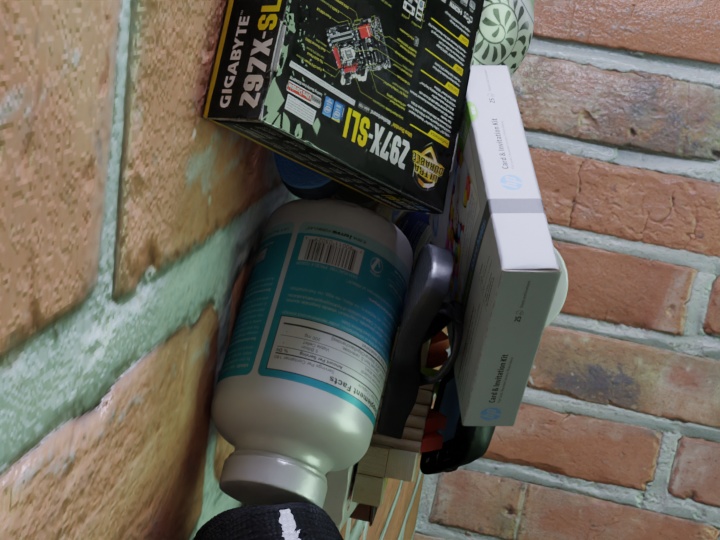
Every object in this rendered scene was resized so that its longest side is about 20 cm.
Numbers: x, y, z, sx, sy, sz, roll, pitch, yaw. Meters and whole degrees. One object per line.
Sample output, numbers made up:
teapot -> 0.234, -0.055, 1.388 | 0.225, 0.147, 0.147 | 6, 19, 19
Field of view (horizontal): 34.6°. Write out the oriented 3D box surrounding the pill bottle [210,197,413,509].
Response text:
pill bottle -> -0.036, 0.060, 0.786 | 0.111, 0.110, 0.201 | 84, 20, -63

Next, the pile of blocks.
pile of blocks -> 0.045, 0.123, 0.981 | 0.082, 0.062, 0.201 | 89, 14, -47

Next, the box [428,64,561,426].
box -> 0.087, -0.020, 0.798 | 0.156, 0.041, 0.201 | 98, -9, -47

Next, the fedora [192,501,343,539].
fedora -> -0.057, 0.205, 0.724 | 0.201, 0.199, 0.092 | 88, -9, -56

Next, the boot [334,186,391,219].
boot -> 0.001, -0.024, 1.119 | 0.187, 0.064, 0.201 | -60, 164, -60

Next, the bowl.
bowl -> 0.083, -0.230, 0.908 | 0.201, 0.094, 0.201 | 55, 13, -19

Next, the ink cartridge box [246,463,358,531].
ink cartridge box -> -0.027, 0.127, 1.007 | 0.200, 0.084, 0.147 | -11, 111, -80

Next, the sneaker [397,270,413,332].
sneaker -> 0.000, 0.000, 0.926 | 0.200, 0.075, 0.079 | 27, -51, 60

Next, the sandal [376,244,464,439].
sandal -> 0.046, 0.050, 0.805 | 0.201, 0.043, 0.076 | 99, 5, -57

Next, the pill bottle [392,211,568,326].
pill bottle -> 0.100, -0.004, 0.999 | 0.200, 0.110, 0.112 | -149, -113, -71

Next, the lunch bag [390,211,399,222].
lunch bag -> 0.079, -0.092, 1.330 | 0.200, 0.127, 0.171 | -18, -123, 66

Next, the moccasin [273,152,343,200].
moccasin -> -0.009, -0.134, 0.818 | 0.068, 0.080, 0.201 | 73, 29, -64

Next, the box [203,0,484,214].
box -> 0.000, -0.137, 0.712 | 0.200, 0.049, 0.161 | 20, 81, -53

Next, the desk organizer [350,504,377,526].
desk organizer -> -0.007, 0.156, 1.198 | 0.072, 0.076, 0.201 | -62, 160, -64

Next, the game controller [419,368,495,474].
game controller -> 0.085, 0.121, 0.990 | 0.200, 0.042, 0.105 | 117, -2, -75
